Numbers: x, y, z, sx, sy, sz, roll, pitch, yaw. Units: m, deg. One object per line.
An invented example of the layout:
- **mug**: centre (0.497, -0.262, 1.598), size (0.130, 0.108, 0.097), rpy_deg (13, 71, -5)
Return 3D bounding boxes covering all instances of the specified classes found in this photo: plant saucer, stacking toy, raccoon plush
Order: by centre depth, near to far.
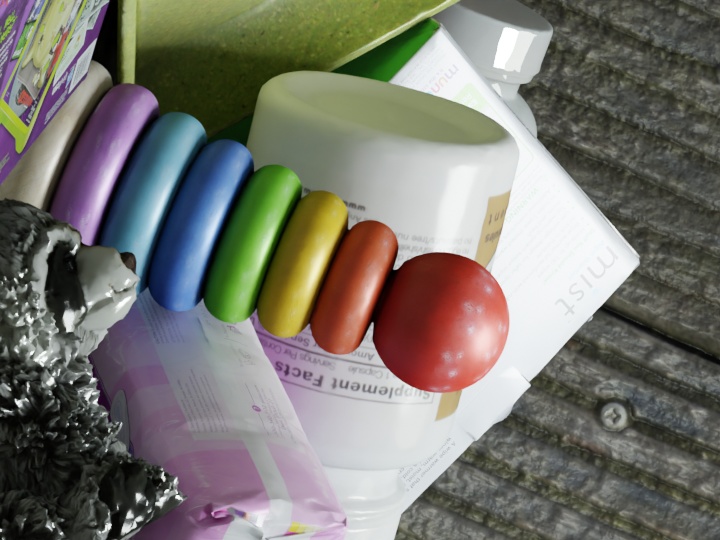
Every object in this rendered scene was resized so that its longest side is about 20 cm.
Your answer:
- **raccoon plush**: centre (-0.156, 0.061, 0.986), size (0.200, 0.134, 0.097), rpy_deg (-31, 179, -18)
- **stacking toy**: centre (-0.038, -0.006, 1.096), size (0.085, 0.199, 0.086), rpy_deg (23, 90, -86)
- **plant saucer**: centre (-0.024, -0.136, 1.159), size (0.199, 0.048, 0.200), rpy_deg (-30, 165, -15)

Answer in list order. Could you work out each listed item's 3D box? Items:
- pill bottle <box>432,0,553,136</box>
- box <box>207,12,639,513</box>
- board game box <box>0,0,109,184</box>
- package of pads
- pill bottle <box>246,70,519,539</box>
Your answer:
- **pill bottle**: centre (0.023, -0.047, 1.449), size (0.112, 0.112, 0.201), rpy_deg (-56, 169, -73)
- **box**: centre (0.000, 0.000, 1.331), size (0.200, 0.176, 0.097), rpy_deg (-47, -146, -3)
- **board game box**: centre (-0.113, -0.076, 0.907), size (0.120, 0.032, 0.200), rpy_deg (-64, 180, 30)
- **package of pads**: centre (-0.075, 0.084, 1.119), size (0.121, 0.075, 0.200), rpy_deg (-67, -151, 26)
- **pill bottle**: centre (-0.008, 0.026, 1.215), size (0.114, 0.114, 0.201), rpy_deg (-56, 160, -74)
